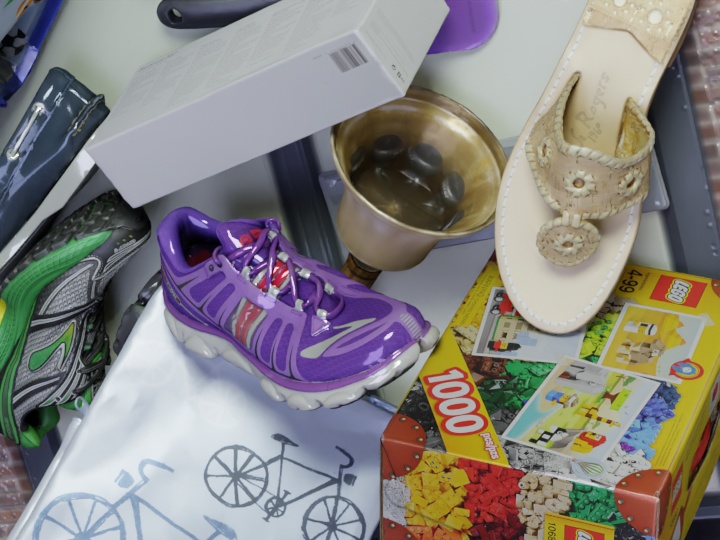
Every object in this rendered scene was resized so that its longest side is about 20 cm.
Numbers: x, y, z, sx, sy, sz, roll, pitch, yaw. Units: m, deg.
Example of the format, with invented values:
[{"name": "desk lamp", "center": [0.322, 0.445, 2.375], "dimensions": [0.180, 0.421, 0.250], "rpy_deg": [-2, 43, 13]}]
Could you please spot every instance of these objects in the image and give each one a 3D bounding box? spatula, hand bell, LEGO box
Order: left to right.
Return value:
[{"name": "spatula", "center": [-0.021, -0.144, 1.422], "dimensions": [0.199, 0.021, 0.057], "rpy_deg": [1, 123, 23]}, {"name": "hand bell", "center": [0.000, 0.000, 1.448], "dimensions": [0.104, 0.104, 0.200], "rpy_deg": [33, 136, 4]}, {"name": "LEGO box", "center": [0.112, 0.077, 1.365], "dimensions": [0.148, 0.200, 0.077], "rpy_deg": [11, 125, 17]}]

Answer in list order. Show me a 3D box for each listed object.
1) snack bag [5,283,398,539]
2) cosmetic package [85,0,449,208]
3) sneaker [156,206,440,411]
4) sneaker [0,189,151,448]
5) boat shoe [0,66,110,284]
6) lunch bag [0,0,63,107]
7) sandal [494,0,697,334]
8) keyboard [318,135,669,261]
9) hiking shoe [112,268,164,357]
[{"name": "snack bag", "center": [-0.085, 0.129, 1.472], "dimensions": [0.188, 0.021, 0.201], "rpy_deg": [28, 81, 0]}, {"name": "cosmetic package", "center": [-0.051, -0.102, 1.401], "dimensions": [0.199, 0.083, 0.051], "rpy_deg": [-20, 121, 37]}, {"name": "sneaker", "center": [-0.045, 0.015, 1.390], "dimensions": [0.199, 0.081, 0.084], "rpy_deg": [17, 134, 41]}, {"name": "sneaker", "center": [-0.172, 0.028, 1.536], "dimensions": [0.085, 0.078, 0.200], "rpy_deg": [40, 130, 0]}, {"name": "boat shoe", "center": [-0.214, -0.035, 1.519], "dimensions": [0.062, 0.075, 0.200], "rpy_deg": [41, 120, -2]}, {"name": "lunch bag", "center": [-0.246, -0.192, 1.423], "dimensions": [0.170, 0.124, 0.200], "rpy_deg": [35, 148, 7]}, {"name": "sandal", "center": [0.117, -0.071, 1.324], "dimensions": [0.077, 0.070, 0.213], "rpy_deg": [20, 93, 10]}, {"name": "keyboard", "center": [0.072, -0.044, 1.441], "dimensions": [0.199, 0.011, 0.057], "rpy_deg": [-10, 115, 26]}, {"name": "hiking shoe", "center": [-0.108, 0.096, 1.537], "dimensions": [0.100, 0.076, 0.201], "rpy_deg": [26, 120, 13]}]
